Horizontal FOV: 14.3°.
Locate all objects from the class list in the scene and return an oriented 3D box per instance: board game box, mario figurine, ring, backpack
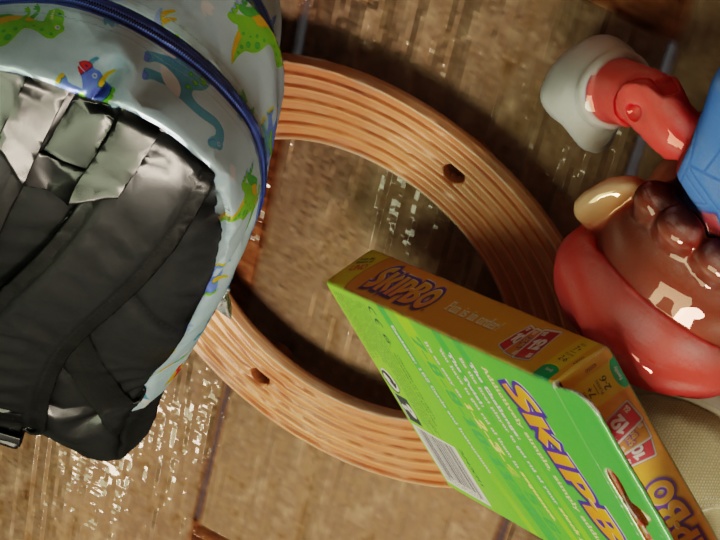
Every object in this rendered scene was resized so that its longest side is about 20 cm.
[{"bbox_3d":[0.056,0.052,0.949,0.096,0.030,0.200,59,168,-21],"label":"board game box"},{"bbox_3d":[0.130,-0.042,0.882,0.106,0.124,0.200,4,142,-27],"label":"mario figurine"},{"bbox_3d":[0.000,0.000,1.050,0.200,0.019,0.201,22,139,20],"label":"ring"},{"bbox_3d":[-0.105,-0.039,0.975,0.163,0.154,0.200,28,158,-5],"label":"backpack"}]

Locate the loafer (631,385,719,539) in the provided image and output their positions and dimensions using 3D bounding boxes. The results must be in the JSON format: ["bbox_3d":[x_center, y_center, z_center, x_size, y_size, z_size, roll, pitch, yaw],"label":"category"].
[{"bbox_3d":[0.094,0.115,1.052,0.076,0.068,0.200,24,140,17],"label":"loafer"}]
